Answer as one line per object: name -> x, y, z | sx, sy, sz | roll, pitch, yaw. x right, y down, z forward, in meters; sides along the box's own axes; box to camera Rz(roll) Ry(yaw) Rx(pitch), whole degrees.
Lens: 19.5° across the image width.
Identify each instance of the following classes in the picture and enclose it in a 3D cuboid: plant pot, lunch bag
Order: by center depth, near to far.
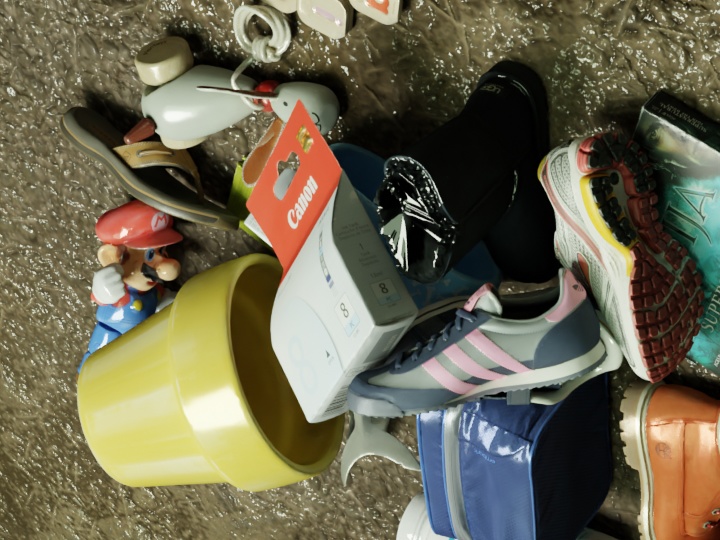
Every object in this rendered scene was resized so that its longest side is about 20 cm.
lunch bag -> 0.123, 0.148, 1.747 | 0.131, 0.136, 0.201 | 20, 136, 29
plant pot -> -0.141, 0.106, 1.857 | 0.187, 0.201, 0.202 | -17, 113, 25

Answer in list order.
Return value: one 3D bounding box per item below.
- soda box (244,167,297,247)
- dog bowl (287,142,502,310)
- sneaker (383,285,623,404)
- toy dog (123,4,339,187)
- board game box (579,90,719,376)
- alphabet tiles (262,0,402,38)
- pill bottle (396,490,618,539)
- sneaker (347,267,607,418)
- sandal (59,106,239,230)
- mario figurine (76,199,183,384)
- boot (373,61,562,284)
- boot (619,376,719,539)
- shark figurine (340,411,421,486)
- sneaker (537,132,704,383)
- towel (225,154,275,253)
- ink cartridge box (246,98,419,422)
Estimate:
soda box -> 0.000, 0.000, 1.761 | 0.200, 0.064, 0.068 | 39, -178, 12
dog bowl -> 0.033, -0.029, 1.695 | 0.200, 0.111, 0.050 | 41, 115, 12
sneaker -> 0.111, 0.063, 1.629 | 0.080, 0.198, 0.079 | -124, 24, -55
toy dog -> -0.123, -0.132, 1.752 | 0.199, 0.096, 0.132 | -11, 122, 48
board game box -> 0.247, -0.024, 1.569 | 0.135, 0.028, 0.201 | 32, 139, 17
alphabet tiles -> -0.042, -0.278, 1.620 | 0.195, 0.015, 0.201 | 30, 139, 23
pill bottle -> 0.132, 0.260, 1.858 | 0.199, 0.111, 0.112 | 19, 135, 31
sneaker -> 0.079, 0.052, 1.561 | 0.198, 0.070, 0.083 | -15, 109, 4
sandal -> -0.186, -0.100, 1.877 | 0.200, 0.081, 0.055 | 38, 106, 26
mario figurine -> -0.204, 0.028, 1.951 | 0.105, 0.124, 0.202 | 8, 116, -10
boot -> 0.083, -0.038, 1.594 | 0.076, 0.168, 0.202 | 17, 134, 32
boot -> 0.280, 0.182, 1.689 | 0.106, 0.075, 0.201 | 4, 125, 34
shark figurine -> 0.024, 0.109, 1.834 | 0.088, 0.214, 0.130 | -5, 94, 1
sneaker -> 0.193, -0.011, 1.558 | 0.082, 0.078, 0.202 | 2, 118, 54
towel -> -0.036, -0.017, 1.842 | 0.199, 0.018, 0.086 | 36, 140, 13
ink cartridge box -> -0.041, -0.006, 1.625 | 0.201, 0.047, 0.160 | 61, 149, 19
